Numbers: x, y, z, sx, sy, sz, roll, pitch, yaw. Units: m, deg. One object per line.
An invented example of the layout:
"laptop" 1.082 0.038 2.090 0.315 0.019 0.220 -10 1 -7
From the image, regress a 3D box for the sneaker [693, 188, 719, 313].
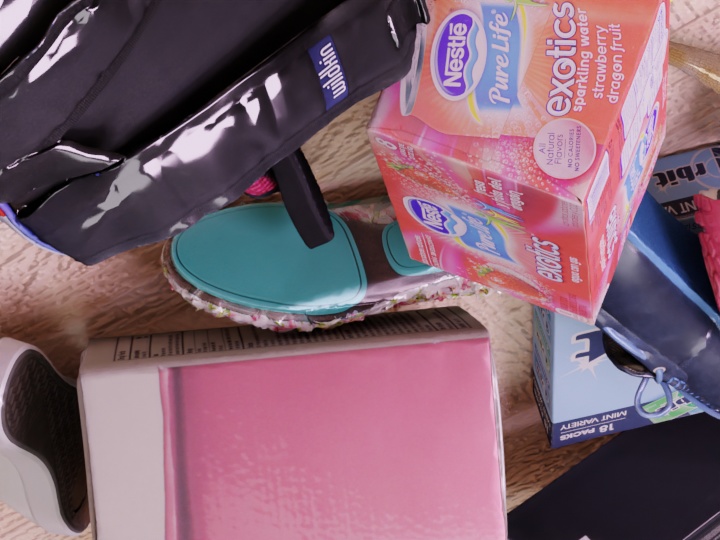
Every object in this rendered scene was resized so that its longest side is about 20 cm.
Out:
"sneaker" 0.227 0.006 1.192 0.074 0.081 0.200 -23 148 28

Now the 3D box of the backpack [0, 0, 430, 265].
"backpack" -0.097 -0.109 0.871 0.191 0.154 0.200 -55 143 -16

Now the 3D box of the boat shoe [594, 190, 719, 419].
"boat shoe" 0.148 0.019 1.201 0.068 0.084 0.200 -28 127 23

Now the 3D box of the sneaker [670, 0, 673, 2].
"sneaker" 0.165 -0.145 1.036 0.199 0.078 0.090 -16 149 -2

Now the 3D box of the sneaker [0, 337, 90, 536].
"sneaker" -0.186 0.077 1.234 0.084 0.073 0.200 11 156 15

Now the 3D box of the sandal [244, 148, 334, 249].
"sandal" -0.055 -0.064 1.061 0.045 0.075 0.200 -19 149 3

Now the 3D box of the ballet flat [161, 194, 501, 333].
"ballet flat" 0.000 0.000 1.181 0.199 0.076 0.064 -6 154 -12

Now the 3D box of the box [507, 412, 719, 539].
"box" 0.144 0.162 1.397 0.200 0.079 0.141 -30 155 -36

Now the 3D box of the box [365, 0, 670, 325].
"box" 0.072 -0.059 1.024 0.094 0.103 0.200 20 169 11

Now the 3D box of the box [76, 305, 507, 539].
"box" -0.035 0.084 1.186 0.199 0.110 0.128 -6 -175 -4

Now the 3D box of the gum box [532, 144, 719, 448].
"gum box" 0.179 0.010 1.294 0.169 0.045 0.200 -14 145 -5

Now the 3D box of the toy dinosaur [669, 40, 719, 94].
"toy dinosaur" 0.219 -0.079 1.146 0.200 0.058 0.101 31 109 -28
